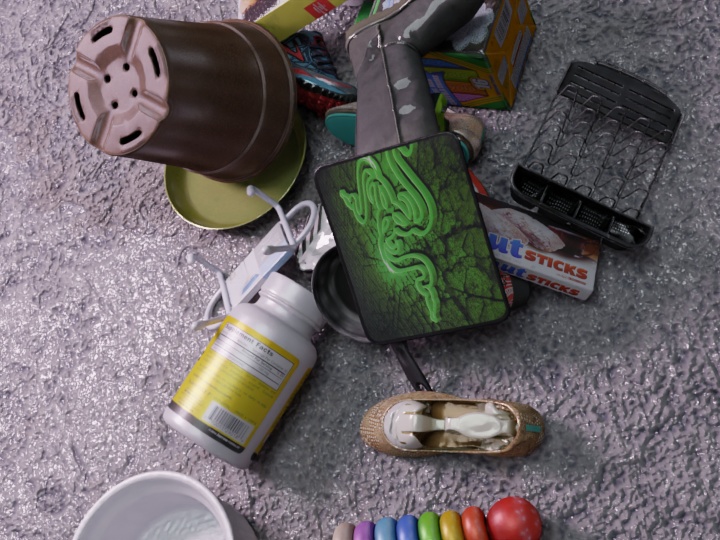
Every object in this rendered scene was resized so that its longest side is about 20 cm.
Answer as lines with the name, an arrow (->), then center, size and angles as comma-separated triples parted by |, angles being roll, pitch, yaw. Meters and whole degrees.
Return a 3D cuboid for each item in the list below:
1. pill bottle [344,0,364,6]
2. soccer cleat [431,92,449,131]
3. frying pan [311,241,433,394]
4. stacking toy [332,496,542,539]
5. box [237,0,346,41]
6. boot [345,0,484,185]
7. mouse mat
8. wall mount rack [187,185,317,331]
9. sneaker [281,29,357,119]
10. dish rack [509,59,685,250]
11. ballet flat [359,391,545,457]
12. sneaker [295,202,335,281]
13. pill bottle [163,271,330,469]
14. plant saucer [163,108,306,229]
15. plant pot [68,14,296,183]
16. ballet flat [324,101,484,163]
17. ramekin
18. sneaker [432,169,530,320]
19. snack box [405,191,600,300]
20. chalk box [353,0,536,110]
pill bottle -> 0.016, -0.446, 1.299 | 0.112, 0.112, 0.200 | 23, 77, 29
soccer cleat -> 0.035, -0.115, 1.094 | 0.081, 0.068, 0.200 | 20, 71, 18
frying pan -> 0.033, 0.044, 1.060 | 0.190, 0.031, 0.115 | 37, 121, 4
stacking toy -> 0.078, 0.267, 0.980 | 0.200, 0.085, 0.085 | -15, 62, 8
box -> -0.061, -0.342, 1.216 | 0.200, 0.050, 0.075 | -24, 52, 30
boot -> 0.062, -0.193, 1.045 | 0.182, 0.073, 0.200 | -26, 50, 28
mouse mat -> 0.050, -0.027, 1.011 | 0.161, 0.008, 0.200 | -13, 102, 24
wall mount rack -> -0.133, -0.006, 1.145 | 0.200, 0.075, 0.174 | -47, 31, 14
sneaker -> -0.070, -0.263, 1.273 | 0.200, 0.079, 0.096 | 30, 79, 30
dish rack -> 0.254, -0.129, 1.059 | 0.153, 0.055, 0.200 | 26, 74, 2
ballet flat -> 0.084, 0.154, 1.026 | 0.200, 0.065, 0.071 | -6, 75, 22
sneaker -> 0.000, 0.000, 1.143 | 0.115, 0.076, 0.201 | -40, 60, 22
pill bottle -> -0.117, 0.106, 1.107 | 0.111, 0.111, 0.200 | 28, 79, 30
plant saucer -> -0.154, -0.137, 1.279 | 0.200, 0.031, 0.200 | -9, 64, 19
plant pot -> -0.209, -0.202, 1.158 | 0.200, 0.198, 0.201 | 2, 94, 30
ballet flat -> 0.056, -0.171, 1.196 | 0.200, 0.068, 0.067 | 17, 55, 23
ramekin -> -0.199, 0.318, 1.053 | 0.200, 0.098, 0.201 | -9, 64, 18
sneaker -> 0.092, -0.035, 1.086 | 0.108, 0.067, 0.202 | -14, 60, -22
snack box -> 0.149, -0.034, 1.046 | 0.200, 0.024, 0.072 | 19, 59, -3
chalk box -> 0.086, -0.278, 1.190 | 0.200, 0.124, 0.125 | 11, 73, 28
